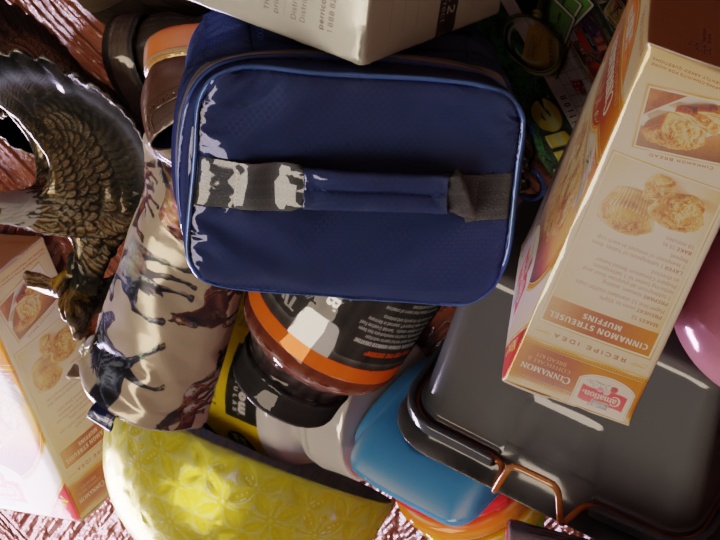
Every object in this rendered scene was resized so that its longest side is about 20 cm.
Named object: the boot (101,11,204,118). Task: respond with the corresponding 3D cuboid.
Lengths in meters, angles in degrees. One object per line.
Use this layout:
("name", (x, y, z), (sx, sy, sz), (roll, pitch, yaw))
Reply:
("boot", (-0.042, -0.105, 1.741), (0.174, 0.069, 0.200), (-8, 148, 27))

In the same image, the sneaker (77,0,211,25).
("sneaker", (-0.086, -0.184, 1.748), (0.076, 0.070, 0.200), (39, 149, -30))

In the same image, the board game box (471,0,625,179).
("board game box", (0.141, -0.075, 1.631), (0.105, 0.023, 0.200), (-14, 111, 53))

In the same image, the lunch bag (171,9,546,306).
("lunch bag", (-0.001, -0.057, 1.546), (0.200, 0.132, 0.136), (2, 113, -6))

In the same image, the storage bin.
("storage bin", (0.131, 0.058, 1.639), (0.200, 0.146, 0.134), (25, 136, 15))

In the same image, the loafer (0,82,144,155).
("loafer", (-0.161, -0.065, 1.904), (0.200, 0.071, 0.073), (28, 138, 26))

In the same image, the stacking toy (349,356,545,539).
("stacking toy", (0.081, 0.154, 1.844), (0.110, 0.116, 0.200), (27, 152, 38))

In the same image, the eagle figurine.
("eagle figurine", (-0.180, -0.064, 1.792), (0.152, 0.151, 0.200), (8, 111, 27))

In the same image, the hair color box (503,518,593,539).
("hair color box", (0.131, 0.190, 1.671), (0.111, 0.200, 0.064), (13, 91, 3))

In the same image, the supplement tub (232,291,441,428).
("supplement tub", (0.000, 0.000, 1.717), (0.107, 0.107, 0.200), (40, 119, 13))

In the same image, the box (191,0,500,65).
("box", (-0.029, -0.239, 1.532), (0.200, 0.131, 0.199), (22, 120, 31))

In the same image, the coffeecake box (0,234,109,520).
("coffeecake box", (-0.268, 0.075, 2.121), (0.153, 0.073, 0.200), (4, 125, 42))

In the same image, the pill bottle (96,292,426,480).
("pill bottle", (-0.062, 0.057, 1.876), (0.200, 0.114, 0.114), (21, 135, 32))

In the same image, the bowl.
("bowl", (-0.089, 0.165, 1.914), (0.200, 0.108, 0.200), (21, 180, 0))

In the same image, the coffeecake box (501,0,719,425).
("coffeecake box", (0.144, -0.048, 1.481), (0.073, 0.154, 0.200), (20, 118, -3))

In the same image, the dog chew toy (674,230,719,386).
("dog chew toy", (0.238, -0.022, 1.503), (0.125, 0.125, 0.200), (37, 133, 16))

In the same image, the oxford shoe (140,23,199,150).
("oxford shoe", (-0.026, -0.097, 1.637), (0.200, 0.073, 0.071), (-3, 151, 14))

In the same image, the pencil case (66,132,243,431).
("pencil case", (-0.112, 0.001, 1.732), (0.089, 0.078, 0.200), (15, 117, -6))
